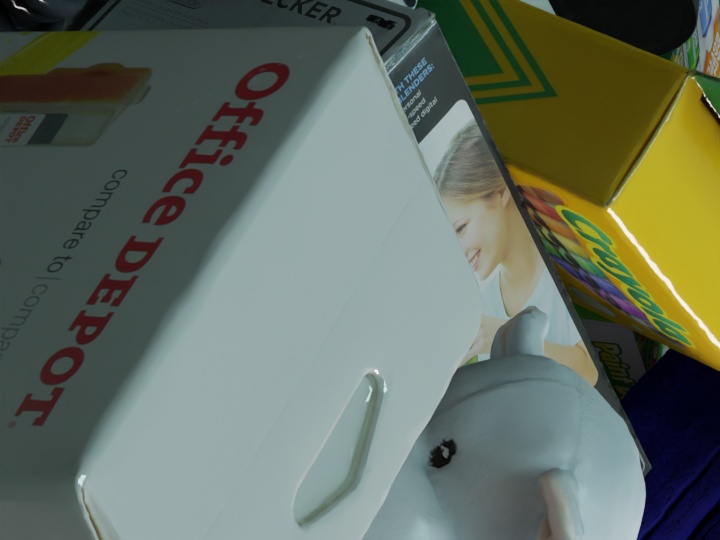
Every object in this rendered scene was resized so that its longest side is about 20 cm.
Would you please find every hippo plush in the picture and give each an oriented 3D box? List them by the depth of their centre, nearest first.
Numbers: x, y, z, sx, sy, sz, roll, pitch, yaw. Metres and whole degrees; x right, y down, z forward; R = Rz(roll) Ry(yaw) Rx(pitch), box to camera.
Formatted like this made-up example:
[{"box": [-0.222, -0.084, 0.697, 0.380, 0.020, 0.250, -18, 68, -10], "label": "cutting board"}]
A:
[{"box": [0.029, 0.110, 0.809, 0.160, 0.199, 0.161, -98, -171, -50], "label": "hippo plush"}]

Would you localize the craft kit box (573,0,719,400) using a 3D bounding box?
[{"box": [0.119, -0.037, 1.134, 0.198, 0.048, 0.201, 67, 37, -58], "label": "craft kit box"}]

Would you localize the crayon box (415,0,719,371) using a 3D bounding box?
[{"box": [0.061, -0.034, 0.918, 0.052, 0.200, 0.126, -57, 142, -10], "label": "crayon box"}]

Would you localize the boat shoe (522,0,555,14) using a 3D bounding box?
[{"box": [0.038, -0.120, 1.002, 0.200, 0.068, 0.075, 16, 76, -59], "label": "boat shoe"}]

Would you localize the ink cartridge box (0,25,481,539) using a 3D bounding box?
[{"box": [-0.094, 0.019, 0.670, 0.145, 0.199, 0.084, -59, 139, -38], "label": "ink cartridge box"}]

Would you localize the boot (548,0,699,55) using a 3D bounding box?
[{"box": [0.069, -0.197, 0.933, 0.188, 0.068, 0.201, 50, 33, -50], "label": "boot"}]

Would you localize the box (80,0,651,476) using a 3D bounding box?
[{"box": [0.000, 0.000, 0.898, 0.060, 0.116, 0.200, -47, 135, -21], "label": "box"}]

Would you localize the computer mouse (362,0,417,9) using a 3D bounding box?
[{"box": [0.002, -0.168, 0.872, 0.110, 0.044, 0.201, 68, 27, -69], "label": "computer mouse"}]

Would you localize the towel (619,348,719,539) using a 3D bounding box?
[{"box": [0.155, 0.015, 0.985, 0.049, 0.200, 0.148, 37, 17, -18], "label": "towel"}]

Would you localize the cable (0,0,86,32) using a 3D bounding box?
[{"box": [-0.056, -0.122, 0.769, 0.164, 0.051, 0.200, -64, -174, -17], "label": "cable"}]
